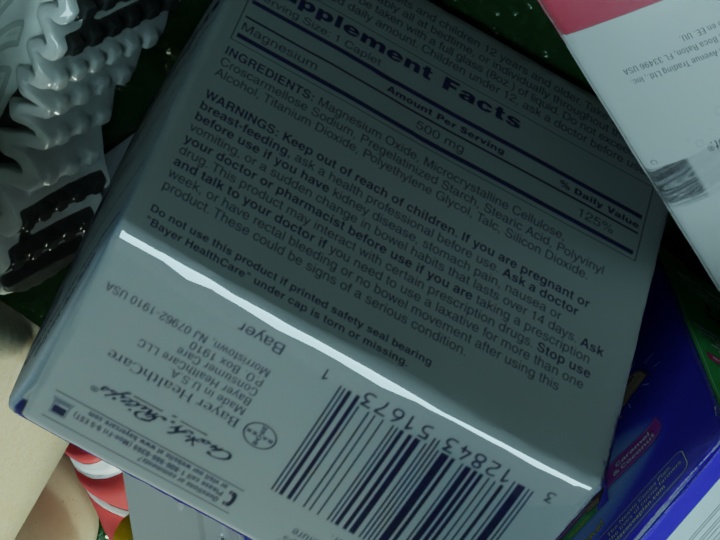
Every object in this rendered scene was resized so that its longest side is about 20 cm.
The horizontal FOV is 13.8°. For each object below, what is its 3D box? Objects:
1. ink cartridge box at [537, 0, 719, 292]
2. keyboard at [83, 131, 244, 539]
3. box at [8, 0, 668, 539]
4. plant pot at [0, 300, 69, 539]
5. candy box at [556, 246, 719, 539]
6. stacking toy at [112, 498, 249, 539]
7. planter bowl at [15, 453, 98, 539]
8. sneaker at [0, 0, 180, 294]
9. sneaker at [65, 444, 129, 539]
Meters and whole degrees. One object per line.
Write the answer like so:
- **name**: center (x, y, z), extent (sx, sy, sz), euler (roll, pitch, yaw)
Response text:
- **ink cartridge box**: center (0.164, -0.077, 1.025), extent (0.145, 0.085, 0.200), euler (-19, 118, 30)
- **keyboard**: center (-0.077, 0.039, 1.141), extent (0.011, 0.201, 0.056), euler (11, 146, -39)
- **box**: center (0.000, 0.000, 1.062), extent (0.183, 0.200, 0.105), euler (29, 130, -7)
- **plant pot**: center (-0.217, 0.056, 1.091), extent (0.199, 0.177, 0.201), euler (34, 97, 26)
- **candy box**: center (0.091, 0.100, 1.083), extent (0.077, 0.200, 0.169), euler (36, 104, -15)
- **stacking toy**: center (-0.060, 0.109, 1.161), extent (0.085, 0.085, 0.200), euler (37, 111, -14)
- **planter bowl**: center (-0.220, 0.146, 1.265), extent (0.199, 0.135, 0.201), euler (6, 144, 4)
- **sneaker**: center (-0.124, -0.087, 1.122), extent (0.081, 0.075, 0.201), euler (40, 126, 21)
- **sneaker**: center (-0.034, 0.075, 1.221), extent (0.199, 0.071, 0.113), euler (-9, 128, 27)
